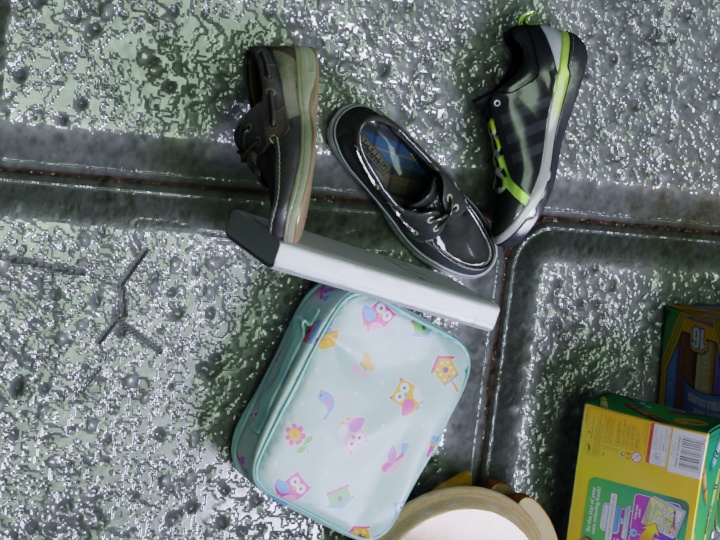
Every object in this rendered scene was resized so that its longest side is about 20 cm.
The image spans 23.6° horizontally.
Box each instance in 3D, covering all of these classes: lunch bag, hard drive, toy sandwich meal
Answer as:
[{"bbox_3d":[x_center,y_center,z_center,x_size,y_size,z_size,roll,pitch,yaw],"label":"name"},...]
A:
[{"bbox_3d":[-0.010,0.111,1.455,0.160,0.077,0.201,28,87,-22],"label":"lunch bag"},{"bbox_3d":[0.000,0.000,1.410,0.199,0.132,0.027,17,96,-24],"label":"hard drive"},{"bbox_3d":[0.080,0.267,1.528,0.203,0.070,0.207,-5,107,-17],"label":"toy sandwich meal"}]

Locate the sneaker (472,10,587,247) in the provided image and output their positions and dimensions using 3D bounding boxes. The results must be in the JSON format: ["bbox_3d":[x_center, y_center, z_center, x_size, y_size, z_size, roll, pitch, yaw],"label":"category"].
[{"bbox_3d":[0.130,-0.122,1.487,0.082,0.072,0.202,17,86,-12],"label":"sneaker"}]

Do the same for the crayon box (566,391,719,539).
[{"bbox_3d":[0.249,0.221,1.530,0.058,0.118,0.202,-11,110,-59],"label":"crayon box"}]

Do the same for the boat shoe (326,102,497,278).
[{"bbox_3d":[0.049,-0.061,1.461,0.200,0.057,0.069,44,81,-22],"label":"boat shoe"}]

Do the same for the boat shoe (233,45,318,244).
[{"bbox_3d":[-0.068,-0.103,1.357,0.064,0.201,0.072,7,140,-7],"label":"boat shoe"}]

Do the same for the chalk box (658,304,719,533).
[{"bbox_3d":[0.354,0.139,1.586,0.124,0.124,0.202,1,100,-23],"label":"chalk box"}]
